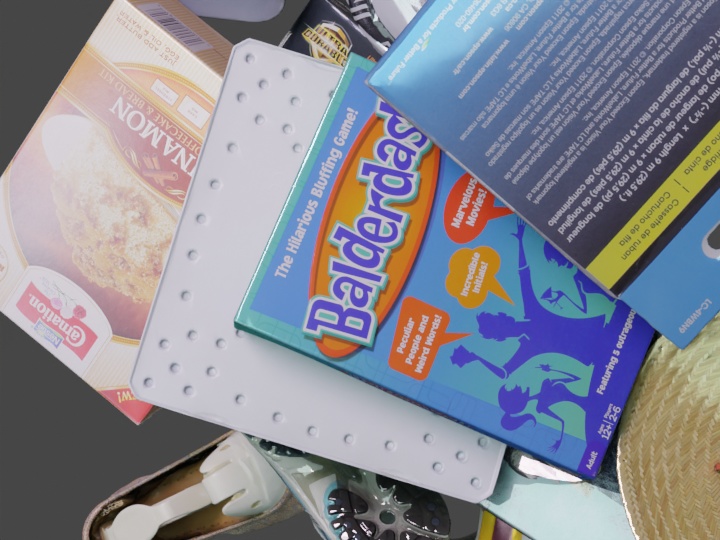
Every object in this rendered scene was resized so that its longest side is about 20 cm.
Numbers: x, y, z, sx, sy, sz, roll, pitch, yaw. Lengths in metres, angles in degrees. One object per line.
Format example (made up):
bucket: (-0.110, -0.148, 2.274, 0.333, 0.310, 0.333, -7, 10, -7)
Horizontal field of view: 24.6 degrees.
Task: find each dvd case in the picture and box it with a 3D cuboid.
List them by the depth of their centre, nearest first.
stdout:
dvd case: (0.093, 0.061, 0.897, 0.200, 0.022, 0.146, 32, 89, 22)

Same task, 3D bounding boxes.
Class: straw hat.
straw hat: (0.230, 0.103, 0.819, 0.200, 0.085, 0.202, -11, 68, 28)

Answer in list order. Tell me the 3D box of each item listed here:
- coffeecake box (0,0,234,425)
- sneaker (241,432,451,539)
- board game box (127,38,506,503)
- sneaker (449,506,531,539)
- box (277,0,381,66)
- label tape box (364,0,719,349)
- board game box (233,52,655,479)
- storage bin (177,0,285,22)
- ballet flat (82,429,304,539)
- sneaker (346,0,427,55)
coffeecake box: (-0.123, -0.038, 0.969, 0.153, 0.073, 0.200, 38, 109, 5)
sneaker: (-0.023, 0.113, 0.967, 0.077, 0.086, 0.200, -26, 62, -16)
board game box: (0.000, 0.000, 0.880, 0.199, 0.026, 0.201, 17, 84, -2)
sneaker: (0.119, 0.132, 0.929, 0.200, 0.075, 0.090, -44, 80, 19)
box: (0.008, -0.045, 0.988, 0.200, 0.046, 0.159, 40, 107, 18)
label tape box: (0.124, -0.083, 0.782, 0.200, 0.066, 0.143, 40, 106, -3)
board game box: (0.055, -0.001, 0.847, 0.199, 0.045, 0.153, 23, 83, 0)
storage bin: (-0.085, -0.262, 0.937, 0.145, 0.200, 0.135, 10, 58, 24)
ballet flat: (-0.093, 0.140, 1.030, 0.200, 0.067, 0.068, -30, 80, 22)
sneaker: (0.033, -0.194, 0.831, 0.115, 0.075, 0.201, -37, 74, 58)
